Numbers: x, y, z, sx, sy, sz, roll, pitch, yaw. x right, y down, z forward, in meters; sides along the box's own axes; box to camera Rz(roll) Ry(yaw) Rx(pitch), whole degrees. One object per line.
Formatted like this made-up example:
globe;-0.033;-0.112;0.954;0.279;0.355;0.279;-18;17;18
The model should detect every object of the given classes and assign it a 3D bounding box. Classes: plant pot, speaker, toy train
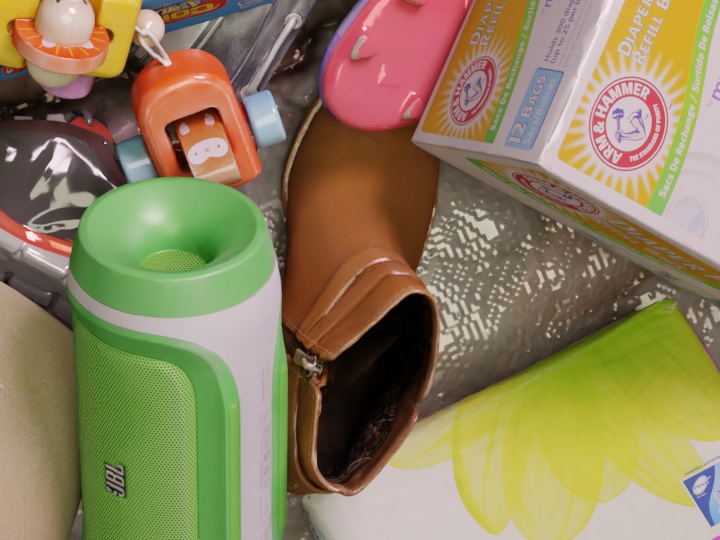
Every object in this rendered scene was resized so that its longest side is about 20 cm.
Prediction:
plant pot;-0.199;0.100;1.020;0.187;0.187;0.200;36;75;-12
speaker;-0.074;0.065;0.986;0.088;0.088;0.200;-5;125;-9
toy train;-0.130;-0.051;0.960;0.200;0.056;0.150;-17;132;-5

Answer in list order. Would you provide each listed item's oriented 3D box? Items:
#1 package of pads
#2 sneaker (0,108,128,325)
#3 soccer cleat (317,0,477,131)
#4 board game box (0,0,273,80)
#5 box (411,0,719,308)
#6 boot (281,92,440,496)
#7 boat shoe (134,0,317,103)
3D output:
package of pads;0.090;0.119;1.085;0.200;0.068;0.155;-28;68;-6
sneaker;-0.150;-0.039;1.066;0.200;0.077;0.082;31;65;-14
soccer cleat;0.050;-0.139;1.064;0.200;0.076;0.067;-49;116;-9
board game box;-0.156;-0.182;1.008;0.196;0.056;0.200;-16;78;-5
box;0.140;-0.058;1.023;0.200;0.101;0.113;27;85;-29
boot;0.000;0.000;1.039;0.077;0.155;0.200;22;88;-11
boat shoe;-0.014;-0.153;1.065;0.068;0.072;0.200;37;91;-10
